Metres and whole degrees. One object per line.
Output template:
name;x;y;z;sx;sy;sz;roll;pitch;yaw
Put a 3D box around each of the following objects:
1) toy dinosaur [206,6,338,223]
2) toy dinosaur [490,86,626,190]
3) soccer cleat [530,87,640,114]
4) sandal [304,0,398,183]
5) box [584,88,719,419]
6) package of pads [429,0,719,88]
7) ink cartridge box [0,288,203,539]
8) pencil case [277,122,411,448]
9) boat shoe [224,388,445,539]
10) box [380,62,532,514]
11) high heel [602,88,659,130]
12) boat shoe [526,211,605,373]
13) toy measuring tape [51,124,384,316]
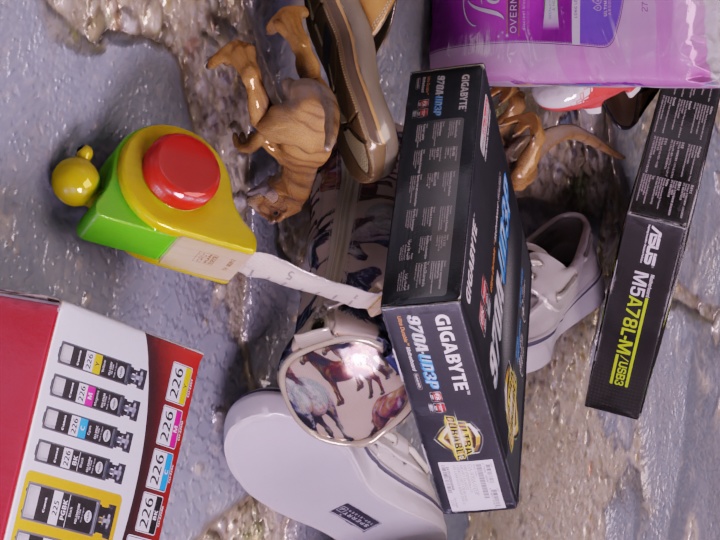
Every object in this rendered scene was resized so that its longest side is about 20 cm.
toy dinosaur;-0.031;-0.088;1.547;0.060;0.107;0.200;-25;168;-14
toy dinosaur;0.101;-0.074;1.875;0.200;0.060;0.107;-41;149;-36
soccer cleat;0.183;-0.181;1.856;0.200;0.069;0.085;-37;134;-10
sandal;0.001;-0.143;1.612;0.080;0.054;0.201;101;-23;-65
box;0.203;-0.034;1.951;0.194;0.047;0.201;100;7;-46
package of pads;0.139;-0.173;1.762;0.076;0.199;0.121;0;93;-54
ink cartridge box;-0.176;0.114;1.412;0.175;0.083;0.201;23;77;-58
pencil case;0.000;0.000;1.629;0.201;0.077;0.090;-84;166;-46
boat shoe;-0.014;0.106;1.688;0.200;0.072;0.066;34;38;-45
box;0.056;0.009;1.590;0.201;0.046;0.159;-82;161;-48
high heel;0.160;-0.165;1.923;0.200;0.071;0.143;-6;100;-64
boat shoe;0.108;0.014;1.875;0.200;0.072;0.066;-32;121;-54
toy measuring tape;-0.070;-0.031;1.521;0.199;0.073;0.074;16;81;-23
